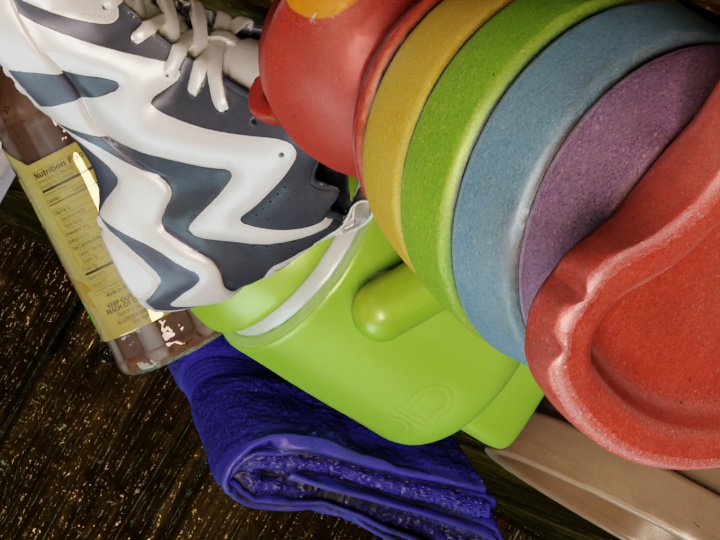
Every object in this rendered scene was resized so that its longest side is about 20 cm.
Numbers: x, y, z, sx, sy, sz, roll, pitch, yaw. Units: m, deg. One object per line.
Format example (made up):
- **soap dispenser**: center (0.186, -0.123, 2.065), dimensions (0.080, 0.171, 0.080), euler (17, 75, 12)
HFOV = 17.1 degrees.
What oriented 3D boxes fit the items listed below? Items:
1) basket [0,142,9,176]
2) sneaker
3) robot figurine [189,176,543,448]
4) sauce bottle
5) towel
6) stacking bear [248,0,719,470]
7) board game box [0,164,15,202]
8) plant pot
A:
- **basket**: center (-0.249, -0.083, 1.159), dimensions (0.135, 0.200, 0.123), euler (27, 167, 12)
- **sneaker**: center (-0.058, -0.083, 0.904), dimensions (0.080, 0.129, 0.200), euler (-62, -47, -61)
- **robot figurine**: center (0.000, 0.000, 1.053), dimensions (0.200, 0.116, 0.175), euler (33, -179, -26)
- **sauce bottle**: center (-0.125, -0.052, 1.092), dimensions (0.201, 0.065, 0.065), euler (64, 168, -5)
- **towel**: center (-0.020, 0.058, 1.151), dimensions (0.147, 0.050, 0.200), euler (20, -162, -26)
- **stacking bear**: center (0.045, -0.038, 0.666), dimensions (0.200, 0.122, 0.114), euler (36, 172, 43)
- **board game box**: center (-0.273, -0.070, 1.312), dimensions (0.199, 0.200, 0.041), euler (25, 174, 37)
- **plant pot**: center (0.169, 0.096, 1.172), dimensions (0.200, 0.093, 0.201), euler (30, 174, 3)
